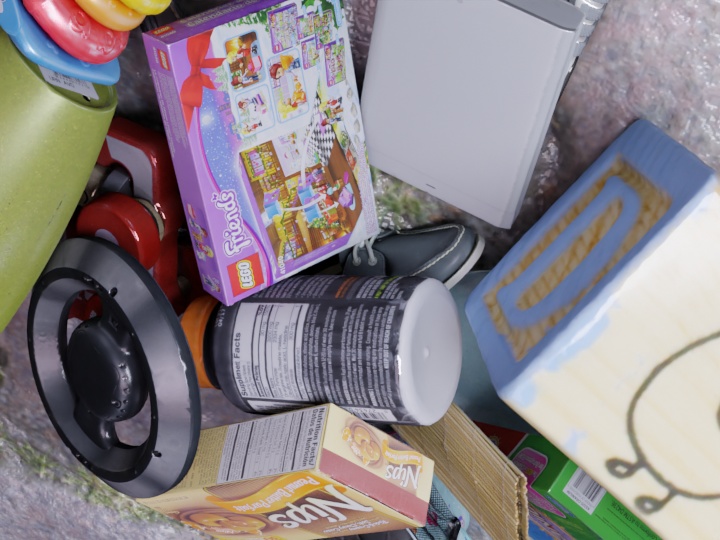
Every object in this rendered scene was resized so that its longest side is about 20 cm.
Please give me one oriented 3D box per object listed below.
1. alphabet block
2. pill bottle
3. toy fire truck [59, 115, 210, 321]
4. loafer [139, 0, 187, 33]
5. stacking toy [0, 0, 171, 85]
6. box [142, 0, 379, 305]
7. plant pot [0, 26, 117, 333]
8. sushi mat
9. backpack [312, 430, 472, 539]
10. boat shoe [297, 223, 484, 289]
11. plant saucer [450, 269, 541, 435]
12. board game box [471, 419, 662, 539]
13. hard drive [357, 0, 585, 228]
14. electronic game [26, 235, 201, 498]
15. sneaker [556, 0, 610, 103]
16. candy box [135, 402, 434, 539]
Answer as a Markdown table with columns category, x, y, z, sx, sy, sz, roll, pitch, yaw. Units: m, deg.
| category | x | y | z | sx | sy | sz | roll | pitch | yaw |
| --- | --- | --- | --- | --- | --- | --- | --- | --- | --- |
| alphabet block | 0.211 | 0.046 | 0.911 | 0.200 | 0.196 | 0.195 | 40 | 103 | -13 |
| pill bottle | -0.035 | 0.055 | 0.994 | 0.200 | 0.106 | 0.106 | 1 | 125 | 28 |
| toy fire truck | -0.200 | -0.030 | 1.072 | 0.168 | 0.112 | 0.200 | 22 | 128 | 24 |
| loafer | -0.098 | -0.136 | 0.994 | 0.072 | 0.073 | 0.200 | -31 | 117 | 0 |
| stacking toy | -0.135 | -0.212 | 0.871 | 0.200 | 0.110 | 0.116 | -24 | 76 | 22 |
| box | -0.064 | -0.091 | 0.953 | 0.039 | 0.137 | 0.200 | 30 | 138 | 48 |
| plant pot | -0.266 | -0.077 | 0.955 | 0.187 | 0.187 | 0.200 | 42 | 112 | -14 |
| sushi mat | 0.068 | 0.131 | 1.020 | 0.012 | 0.200 | 0.096 | -22 | 127 | -19 |
| backpack | 0.015 | 0.245 | 1.162 | 0.177 | 0.151 | 0.200 | -23 | 107 | 33 |
| boat shoe | 0.000 | 0.000 | 1.048 | 0.200 | 0.073 | 0.062 | -19 | 120 | 32 |
| plant saucer | 0.115 | 0.074 | 1.085 | 0.200 | 0.039 | 0.201 | 8 | 125 | 11 |
| board game box | 0.157 | 0.180 | 1.021 | 0.153 | 0.040 | 0.200 | 41 | 167 | -14 |
| hard drive | 0.066 | -0.122 | 0.923 | 0.132 | 0.026 | 0.200 | 27 | 146 | 11 |
| electronic game | -0.184 | 0.072 | 1.004 | 0.200 | 0.042 | 0.201 | 19 | 118 | 41 |
| sneaker | 0.109 | -0.202 | 0.877 | 0.115 | 0.075 | 0.200 | 24 | 128 | 2 |
| candy box | -0.058 | 0.157 | 1.013 | 0.200 | 0.055 | 0.115 | -17 | 143 | 40 |
